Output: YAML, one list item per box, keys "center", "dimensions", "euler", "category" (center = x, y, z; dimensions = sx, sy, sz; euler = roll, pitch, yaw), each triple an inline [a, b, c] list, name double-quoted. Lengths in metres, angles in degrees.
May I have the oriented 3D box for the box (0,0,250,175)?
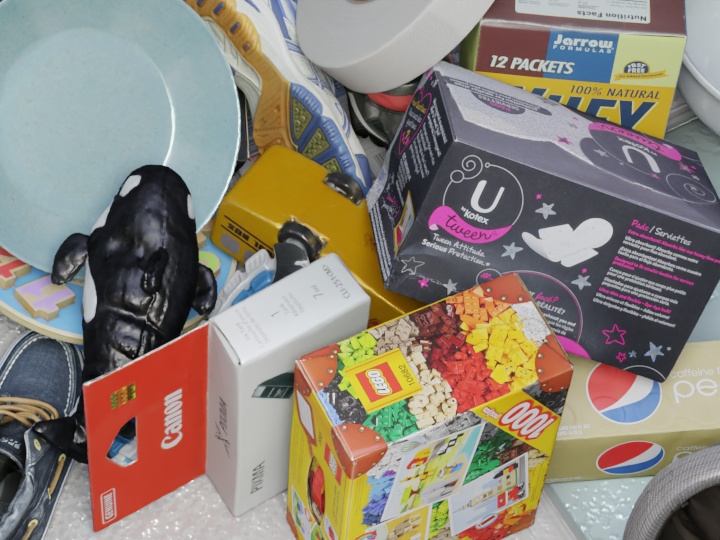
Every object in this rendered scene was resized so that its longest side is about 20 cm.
- center: [-0.179, -0.167, 1.580]
  dimensions: [0.197, 0.050, 0.201]
  euler: [4, 68, -23]
  category: "box"

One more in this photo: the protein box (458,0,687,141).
- center: [0.140, -0.167, 1.574]
  dimensions: [0.134, 0.199, 0.201]
  euler: [5, 51, 0]
  category: "protein box"

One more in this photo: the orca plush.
- center: [-0.149, 0.017, 1.432]
  dimensions: [0.105, 0.071, 0.201]
  euler: [30, 68, 0]
  category: "orca plush"

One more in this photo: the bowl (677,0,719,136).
- center: [0.299, -0.148, 1.639]
  dimensions: [0.200, 0.091, 0.202]
  euler: [6, 56, -9]
  category: "bowl"

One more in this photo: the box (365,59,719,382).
- center: [0.119, -0.035, 1.456]
  dimensions: [0.199, 0.115, 0.132]
  euler: [19, 25, -16]
  category: "box"

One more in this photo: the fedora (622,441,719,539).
- center: [0.256, 0.178, 1.418]
  dimensions: [0.199, 0.177, 0.090]
  euler: [34, 25, -5]
  category: "fedora"

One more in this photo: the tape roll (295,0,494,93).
- center: [0.036, -0.211, 1.504]
  dimensions: [0.037, 0.202, 0.204]
  euler: [32, 51, -30]
  category: "tape roll"

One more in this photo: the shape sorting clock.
- center: [-0.180, -0.027, 1.547]
  dimensions: [0.199, 0.039, 0.201]
  euler: [8, 47, -9]
  category: "shape sorting clock"

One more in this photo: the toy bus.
- center: [0.000, 0.000, 1.526]
  dimensions: [0.200, 0.078, 0.065]
  euler: [35, 55, 8]
  category: "toy bus"

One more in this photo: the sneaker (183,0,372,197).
- center: [-0.040, -0.131, 1.572]
  dimensions: [0.088, 0.075, 0.201]
  euler: [-39, 101, -46]
  category: "sneaker"

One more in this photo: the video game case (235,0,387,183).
- center: [-0.044, -0.123, 1.649]
  dimensions: [0.143, 0.018, 0.200]
  euler: [-25, 63, -18]
  category: "video game case"

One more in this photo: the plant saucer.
- center: [-0.177, -0.095, 1.501]
  dimensions: [0.200, 0.039, 0.202]
  euler: [-2, 95, -23]
  category: "plant saucer"

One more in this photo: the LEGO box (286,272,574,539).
- center: [0.038, 0.107, 1.399]
  dimensions: [0.148, 0.200, 0.077]
  euler: [-22, 61, -16]
  category: "LEGO box"

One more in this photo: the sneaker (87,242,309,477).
- center: [-0.088, 0.081, 1.487]
  dimensions: [0.200, 0.087, 0.075]
  euler: [-43, 34, -5]
  category: "sneaker"

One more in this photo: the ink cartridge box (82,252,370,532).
- center: [-0.081, 0.091, 1.401]
  dimensions: [0.173, 0.200, 0.044]
  euler: [-29, 64, -20]
  category: "ink cartridge box"

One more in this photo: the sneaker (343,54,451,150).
- center: [0.014, -0.144, 1.615]
  dimensions: [0.070, 0.098, 0.201]
  euler: [-14, 36, -10]
  category: "sneaker"

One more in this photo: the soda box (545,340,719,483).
- center: [0.201, 0.091, 1.502]
  dimensions: [0.199, 0.064, 0.068]
  euler: [-4, 57, -6]
  category: "soda box"

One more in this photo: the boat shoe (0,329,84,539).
- center: [-0.213, 0.106, 1.447]
  dimensions: [0.070, 0.091, 0.201]
  euler: [8, 57, 1]
  category: "boat shoe"
